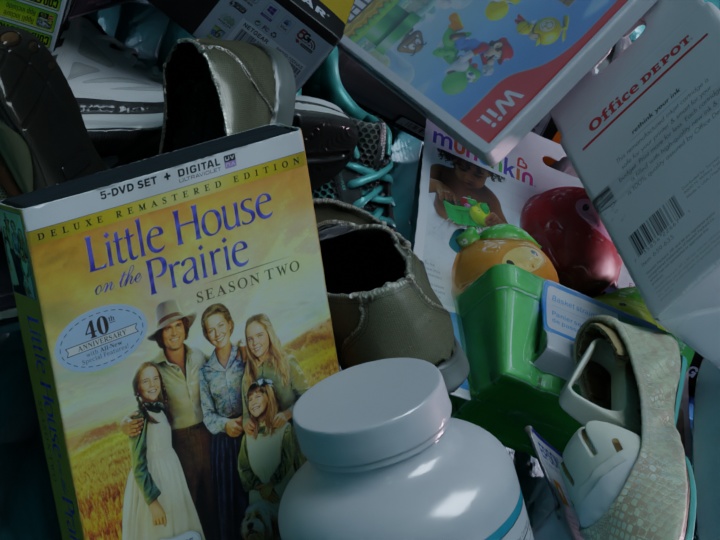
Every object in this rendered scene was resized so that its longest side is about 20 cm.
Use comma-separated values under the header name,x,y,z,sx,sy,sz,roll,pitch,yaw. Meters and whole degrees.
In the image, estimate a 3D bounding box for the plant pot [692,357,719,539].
name,x,y,z,sx,sy,sz,roll,pitch,yaw
plant pot,0.283,0.136,1.270,0.201,0.160,0.201,-7,90,-71

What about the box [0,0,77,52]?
name,x,y,z,sx,sy,sz,roll,pitch,yaw
box,-0.192,-0.185,1.218,0.110,0.035,0.200,17,29,-5

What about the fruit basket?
name,x,y,z,sx,sy,sz,roll,pitch,yaw
fruit basket,0.113,0.005,1.274,0.185,0.094,0.201,23,56,-21

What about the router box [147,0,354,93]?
name,x,y,z,sx,sy,sz,roll,pitch,yaw
router box,-0.092,-0.191,1.229,0.200,0.052,0.157,37,24,-11

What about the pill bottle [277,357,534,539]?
name,x,y,z,sx,sy,sz,roll,pitch,yaw
pill bottle,0.028,0.144,1.049,0.111,0.110,0.201,-47,127,-55

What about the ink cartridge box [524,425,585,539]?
name,x,y,z,sx,sy,sz,roll,pitch,yaw
ink cartridge box,0.137,0.192,1.173,0.200,0.041,0.200,64,10,24

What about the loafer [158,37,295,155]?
name,x,y,z,sx,sy,sz,roll,pitch,yaw
loafer,-0.081,-0.024,1.114,0.070,0.075,0.201,25,60,-45

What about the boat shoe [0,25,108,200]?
name,x,y,z,sx,sy,sz,roll,pitch,yaw
boat shoe,-0.156,-0.020,1.135,0.200,0.074,0.076,66,25,-7

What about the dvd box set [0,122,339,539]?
name,x,y,z,sx,sy,sz,roll,pitch,yaw
dvd box set,-0.077,0.047,1.044,0.146,0.029,0.201,-17,108,-30

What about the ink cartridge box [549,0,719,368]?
name,x,y,z,sx,sy,sz,roll,pitch,yaw
ink cartridge box,0.184,-0.059,1.236,0.067,0.116,0.200,32,24,-36

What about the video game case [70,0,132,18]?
name,x,y,z,sx,sy,sz,roll,pitch,yaw
video game case,-0.161,-0.196,1.313,0.143,0.019,0.200,32,30,21

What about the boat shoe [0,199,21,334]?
name,x,y,z,sx,sy,sz,roll,pitch,yaw
boat shoe,-0.191,0.000,1.033,0.199,0.062,0.073,-7,91,-23

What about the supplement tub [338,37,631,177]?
name,x,y,z,sx,sy,sz,roll,pitch,yaw
supplement tub,0.082,-0.125,1.420,0.200,0.123,0.123,26,38,-12

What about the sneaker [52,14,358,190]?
name,x,y,z,sx,sy,sz,roll,pitch,yaw
sneaker,-0.105,-0.097,1.231,0.200,0.076,0.116,-2,49,-20

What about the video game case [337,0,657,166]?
name,x,y,z,sx,sy,sz,roll,pitch,yaw
video game case,0.057,-0.162,1.310,0.200,0.143,0.017,40,-7,35

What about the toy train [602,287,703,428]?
name,x,y,z,sx,sy,sz,roll,pitch,yaw
toy train,0.173,0.022,1.421,0.200,0.087,0.114,25,30,-22

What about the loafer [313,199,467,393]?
name,x,y,z,sx,sy,sz,roll,pitch,yaw
loafer,0.000,0.000,1.157,0.075,0.070,0.200,-22,26,-12

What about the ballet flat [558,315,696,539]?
name,x,y,z,sx,sy,sz,roll,pitch,yaw
ballet flat,0.122,0.087,1.115,0.062,0.068,0.200,28,26,-8

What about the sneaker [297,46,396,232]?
name,x,y,z,sx,sy,sz,roll,pitch,yaw
sneaker,-0.013,-0.045,1.285,0.077,0.091,0.200,-15,69,-51
